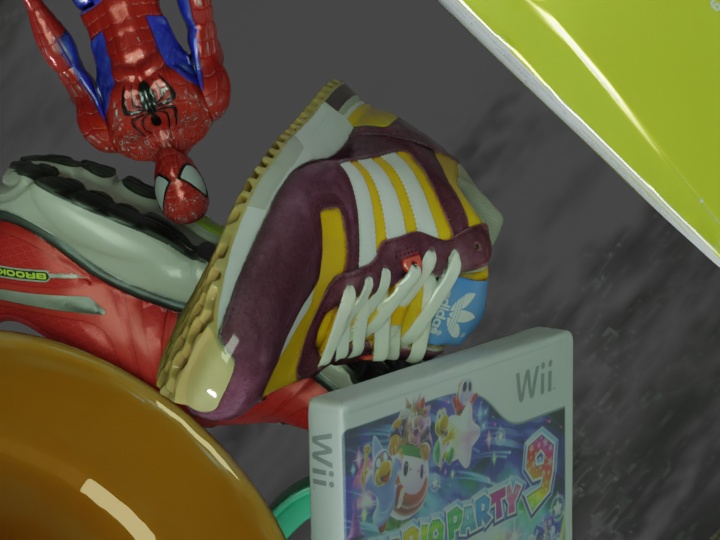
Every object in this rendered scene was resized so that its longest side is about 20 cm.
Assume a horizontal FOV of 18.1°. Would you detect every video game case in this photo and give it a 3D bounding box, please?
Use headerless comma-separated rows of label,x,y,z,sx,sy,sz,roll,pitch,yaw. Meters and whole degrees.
video game case,0.032,0.130,0.785,0.018,0.143,0.201,6,102,36

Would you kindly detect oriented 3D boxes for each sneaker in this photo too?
sneaker,0.000,0.000,0.755,0.090,0.200,0.075,29,120,0
sneaker,-0.055,0.032,0.831,0.199,0.077,0.085,29,108,4

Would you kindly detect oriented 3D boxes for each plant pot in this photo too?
plant pot,-0.145,0.153,0.776,0.200,0.200,0.183,42,127,-5

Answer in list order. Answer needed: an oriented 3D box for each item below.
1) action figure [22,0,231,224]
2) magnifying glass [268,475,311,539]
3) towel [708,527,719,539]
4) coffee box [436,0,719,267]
action figure,-0.093,-0.112,0.806,0.065,0.052,0.201,-20,92,-2
magnifying glass,0.031,0.164,0.864,0.079,0.022,0.200,-36,98,5
towel,0.193,0.179,0.858,0.200,0.034,0.133,43,97,-5
coffee box,0.104,-0.148,0.718,0.200,0.198,0.200,43,96,-14
